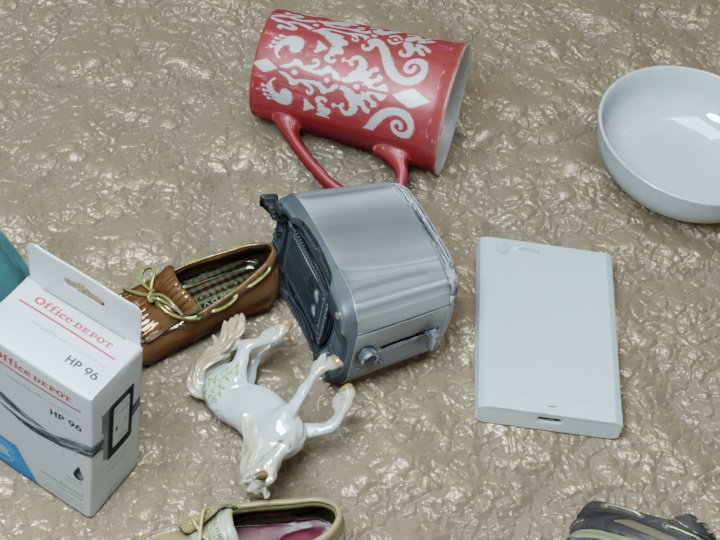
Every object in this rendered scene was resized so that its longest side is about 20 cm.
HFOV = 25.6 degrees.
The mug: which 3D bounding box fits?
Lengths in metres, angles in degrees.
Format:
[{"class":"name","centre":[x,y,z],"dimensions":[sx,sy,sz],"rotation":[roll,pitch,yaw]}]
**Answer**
[{"class":"mug","centre":[-0.008,-0.169,1.557],"dimensions":[0.197,0.134,0.179],"rotation":[15,46,8]}]

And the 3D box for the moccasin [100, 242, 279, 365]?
[{"class":"moccasin","centre":[-0.160,0.028,1.383],"dimensions":[0.199,0.078,0.074],"rotation":[-17,54,-19]}]

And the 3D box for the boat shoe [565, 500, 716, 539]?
[{"class":"boat shoe","centre":[0.265,0.233,1.289],"dimensions":[0.198,0.075,0.074],"rotation":[18,48,4]}]

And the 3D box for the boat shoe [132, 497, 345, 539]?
[{"class":"boat shoe","centre":[-0.106,0.213,1.240],"dimensions":[0.197,0.067,0.074],"rotation":[-10,51,-19]}]

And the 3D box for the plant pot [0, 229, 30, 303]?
[{"class":"plant pot","centre":[-0.390,0.044,1.263],"dimensions":[0.199,0.201,0.197],"rotation":[28,57,15]}]

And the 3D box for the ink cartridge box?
[{"class":"ink cartridge box","centre":[-0.234,0.087,1.236],"dimensions":[0.115,0.201,0.068],"rotation":[29,50,16]}]

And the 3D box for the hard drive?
[{"class":"hard drive","centre":[0.171,0.058,1.457],"dimensions":[0.130,0.026,0.202],"rotation":[8,49,-4]}]

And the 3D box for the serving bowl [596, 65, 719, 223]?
[{"class":"serving bowl","centre":[0.331,-0.118,1.616],"dimensions":[0.197,0.066,0.202],"rotation":[5,48,-6]}]

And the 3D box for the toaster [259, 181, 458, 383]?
[{"class":"toaster","centre":[0.000,0.000,1.421],"dimensions":[0.128,0.114,0.201],"rotation":[-11,49,-24]}]

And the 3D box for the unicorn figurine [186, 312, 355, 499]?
[{"class":"unicorn figurine","centre":[-0.075,0.116,1.318],"dimensions":[0.137,0.074,0.199],"rotation":[-42,35,-19]}]
